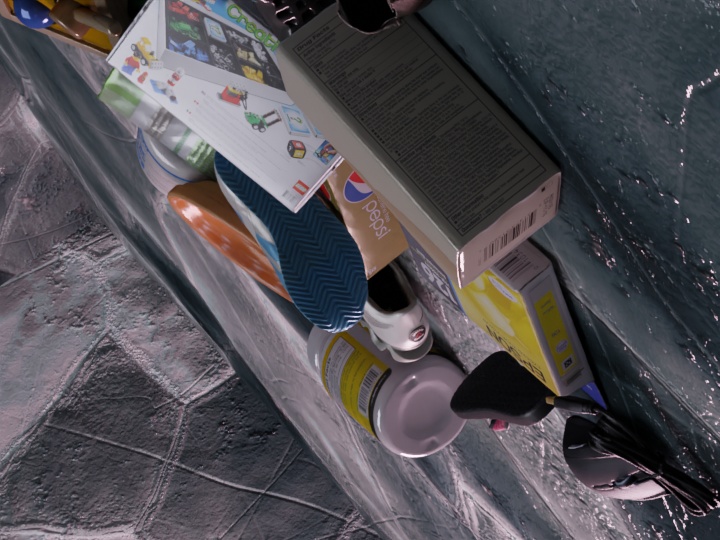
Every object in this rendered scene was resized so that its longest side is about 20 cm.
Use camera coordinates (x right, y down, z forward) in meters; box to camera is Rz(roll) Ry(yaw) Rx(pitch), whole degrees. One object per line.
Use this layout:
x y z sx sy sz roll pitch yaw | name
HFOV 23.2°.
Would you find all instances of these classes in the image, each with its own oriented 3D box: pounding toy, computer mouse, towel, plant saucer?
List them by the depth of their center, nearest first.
0.188 0.145 1.401 0.140 0.046 0.200 38 174 -19 | computer mouse
-0.147 -0.149 1.662 0.200 0.031 0.149 35 135 -3 | towel
-0.277 -0.282 1.722 0.200 0.142 0.184 23 163 12 | pounding toy
-0.101 -0.027 1.728 0.200 0.037 0.200 35 170 7 | plant saucer

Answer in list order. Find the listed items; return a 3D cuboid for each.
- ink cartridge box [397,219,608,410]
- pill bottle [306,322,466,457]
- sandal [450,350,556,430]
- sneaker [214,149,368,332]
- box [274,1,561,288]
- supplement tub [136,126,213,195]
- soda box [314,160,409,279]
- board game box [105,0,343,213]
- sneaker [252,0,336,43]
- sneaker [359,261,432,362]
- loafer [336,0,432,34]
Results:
0.106 0.016 1.428 0.198 0.047 0.200 42 163 42 | ink cartridge box
0.025 0.113 1.903 0.114 0.114 0.200 59 168 -31 | pill bottle
0.137 0.116 1.561 0.045 0.075 0.200 43 170 -16 | sandal
-0.058 -0.037 1.550 0.200 0.076 0.081 59 177 -5 | sneaker
0.039 -0.097 1.207 0.200 0.095 0.078 50 170 19 | box
-0.167 -0.144 1.828 0.132 0.132 0.200 52 169 -1 | supplement tub
-0.010 -0.080 1.549 0.068 0.064 0.200 45 167 33 | soda box
-0.092 -0.152 1.407 0.200 0.126 0.035 39 -144 -7 | board game box
-0.066 -0.224 1.283 0.079 0.075 0.200 47 168 38 | sneaker
0.000 0.000 1.783 0.200 0.074 0.089 40 156 29 | sneaker
0.007 -0.186 1.098 0.073 0.071 0.200 53 170 -5 | loafer
